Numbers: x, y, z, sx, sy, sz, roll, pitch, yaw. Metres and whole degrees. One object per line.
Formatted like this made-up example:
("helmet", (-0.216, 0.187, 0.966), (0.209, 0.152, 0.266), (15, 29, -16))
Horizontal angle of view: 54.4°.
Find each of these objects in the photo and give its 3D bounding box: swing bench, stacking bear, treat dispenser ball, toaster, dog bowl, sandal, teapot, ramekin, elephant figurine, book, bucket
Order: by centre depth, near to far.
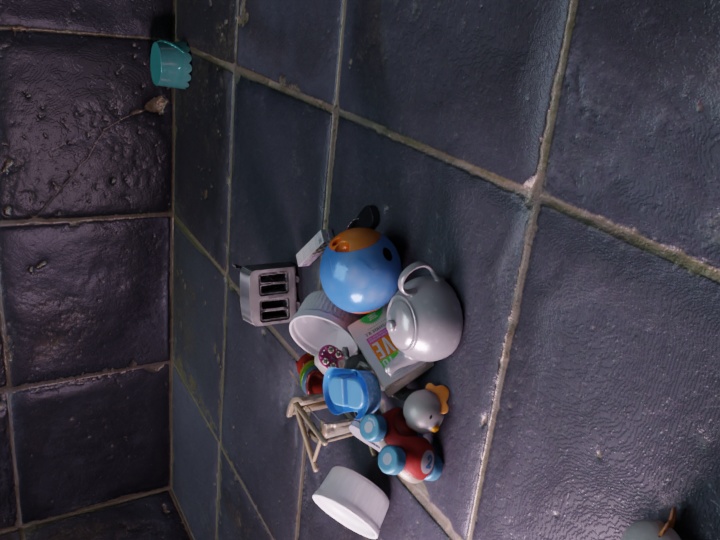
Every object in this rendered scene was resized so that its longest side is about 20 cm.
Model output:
("teapot", (0.121, 0.106, 1.529), (0.197, 0.143, 0.205), (-37, 63, 56))
("book", (0.071, 0.178, 1.656), (0.201, 0.132, 0.048), (55, 173, 39))
("dog bowl", (-0.019, 0.286, 1.659), (0.198, 0.049, 0.115), (-6, 87, 57))
("treat dispenser ball", (0.000, 0.000, 1.667), (0.200, 0.197, 0.206), (17, 110, 58))
("elephant figurine", (0.052, 0.254, 1.721), (0.199, 0.153, 0.144), (-33, 34, 47))
("ramekin", (-0.020, 0.601, 1.829), (0.197, 0.099, 0.202), (26, 152, 15))
("sandal", (-0.014, -0.102, 1.830), (0.201, 0.042, 0.077), (-57, 48, 48))
("ramekin", (-0.081, 0.142, 1.851), (0.200, 0.198, 0.106), (-48, 14, 52))
("swing bench", (-0.065, 0.395, 1.858), (0.201, 0.195, 0.132), (56, 140, 38))
("stacking bear", (-0.132, 0.307, 2.061), (0.200, 0.119, 0.117), (-141, 58, -63))
("toaster", (-0.292, 0.070, 2.202), (0.118, 0.196, 0.186), (14, 107, 63))
("bucket", (-0.820, -0.889, 3.021), (0.206, 0.132, 0.213), (14, 107, 57))

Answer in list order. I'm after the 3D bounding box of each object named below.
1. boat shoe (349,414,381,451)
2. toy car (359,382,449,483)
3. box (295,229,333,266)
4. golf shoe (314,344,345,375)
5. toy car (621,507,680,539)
("boat shoe", (0.068, 0.416, 1.727), (0.197, 0.066, 0.073), (27, 146, 22))
("toy car", (0.136, 0.349, 1.573), (0.201, 0.183, 0.178), (-50, 48, 15))
("box", (-0.134, -0.065, 2.055), (0.200, 0.038, 0.042), (-40, 60, 56))
("golf shoe", (-0.041, 0.275, 1.850), (0.200, 0.076, 0.091), (43, 150, -9))
("toy car", (0.434, 0.452, 1.068), (0.183, 0.176, 0.202), (36, 94, 36))
